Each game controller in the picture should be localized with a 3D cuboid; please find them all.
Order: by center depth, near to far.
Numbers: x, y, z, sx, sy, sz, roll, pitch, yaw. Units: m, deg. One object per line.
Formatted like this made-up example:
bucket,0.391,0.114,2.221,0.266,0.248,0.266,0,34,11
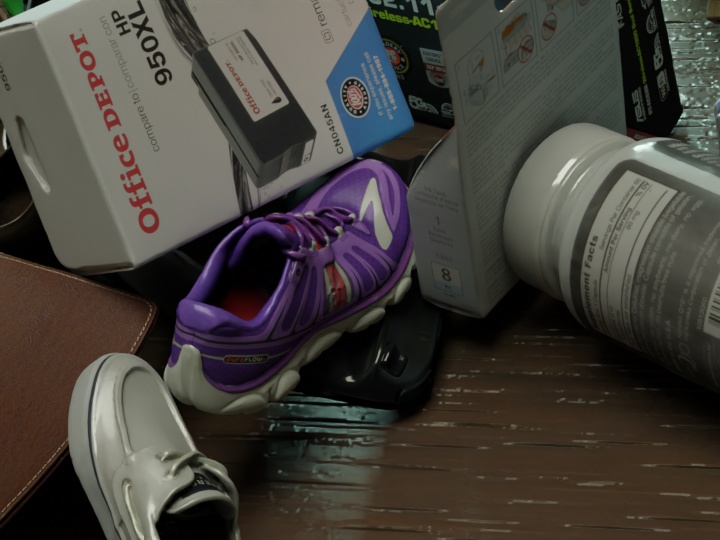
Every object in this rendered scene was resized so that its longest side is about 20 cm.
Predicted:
game controller,0.000,0.000,1.474,0.104,0.042,0.200,6,41,7

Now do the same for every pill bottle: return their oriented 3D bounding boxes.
pill bottle,0.176,-0.003,1.365,0.114,0.114,0.200,-38,43,-25

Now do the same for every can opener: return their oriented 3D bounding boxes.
can opener,-0.121,0.011,1.519,0.200,0.053,0.067,29,91,44

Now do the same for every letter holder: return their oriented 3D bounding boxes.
letter holder,-0.197,0.099,1.389,0.142,0.101,0.200,14,46,25

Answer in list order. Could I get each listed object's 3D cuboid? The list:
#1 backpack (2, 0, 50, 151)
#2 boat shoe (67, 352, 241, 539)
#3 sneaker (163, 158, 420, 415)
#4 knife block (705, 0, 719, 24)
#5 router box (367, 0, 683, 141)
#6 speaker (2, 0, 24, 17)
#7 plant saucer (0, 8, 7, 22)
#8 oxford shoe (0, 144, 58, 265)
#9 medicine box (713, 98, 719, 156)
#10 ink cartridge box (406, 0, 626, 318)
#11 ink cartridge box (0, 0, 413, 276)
backpack,-0.116,-0.148,1.580,0.177,0.201,0.150,16,15,36
boat shoe,-0.092,0.121,1.289,0.066,0.072,0.201,-41,49,37
sneaker,-0.030,-0.004,1.384,0.080,0.084,0.200,21,43,21
knife block,0.264,-0.270,1.610,0.064,0.176,0.200,7,44,28
router box,0.085,-0.153,1.552,0.199,0.150,0.062,15,47,35
speaker,-0.201,-0.248,1.829,0.088,0.089,0.200,-8,39,11
plant saucer,-0.325,-0.119,1.755,0.200,0.037,0.201,-10,38,8
oxford shoe,-0.231,-0.005,1.499,0.200,0.084,0.073,-51,52,5
medicine box,0.323,-0.071,1.400,0.200,0.103,0.182,-38,43,-27
ink cartridge box,0.081,-0.099,1.414,0.047,0.201,0.160,18,46,32
ink cartridge box,-0.090,-0.102,1.431,0.200,0.145,0.084,-28,12,-30
